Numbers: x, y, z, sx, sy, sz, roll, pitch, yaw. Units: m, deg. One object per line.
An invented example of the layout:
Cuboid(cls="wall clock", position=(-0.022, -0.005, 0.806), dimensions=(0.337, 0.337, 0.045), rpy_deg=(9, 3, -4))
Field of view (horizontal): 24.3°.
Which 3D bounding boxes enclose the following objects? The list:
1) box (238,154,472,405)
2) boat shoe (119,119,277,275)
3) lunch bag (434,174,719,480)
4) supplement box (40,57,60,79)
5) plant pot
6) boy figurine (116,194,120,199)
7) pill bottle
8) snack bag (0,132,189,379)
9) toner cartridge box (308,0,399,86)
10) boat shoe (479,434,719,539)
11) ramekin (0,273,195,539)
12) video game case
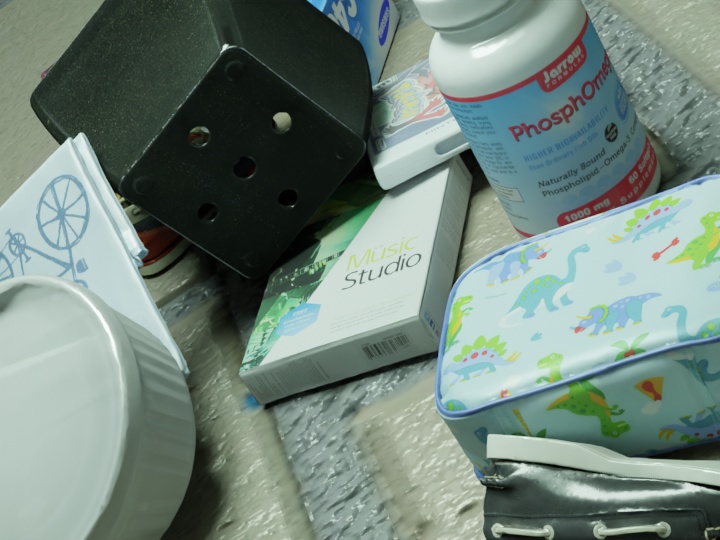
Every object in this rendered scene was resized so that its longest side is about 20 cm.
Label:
Cuboid(cls="box", position=(0.000, 0.000, 1.185), dimensions=(0.143, 0.037, 0.201), rpy_deg=(-19, 31, 24))
Cuboid(cls="boat shoe", position=(-0.141, -0.083, 1.416), dimensions=(0.071, 0.063, 0.200), rpy_deg=(0, 41, 46))
Cuboid(cls="lunch bag", position=(0.146, 0.033, 0.951), dimensions=(0.198, 0.083, 0.162), rpy_deg=(-19, 33, 22))
Cuboid(cls="supplement box", position=(-0.186, -0.200, 1.580), dimensions=(0.200, 0.111, 0.085), rpy_deg=(-45, 32, -20))
Cuboid(cls="plant pot", position=(-0.104, -0.114, 1.241), dimensions=(0.200, 0.199, 0.178), rpy_deg=(-49, 29, 11))
Cuboid(cls="boy figurine", position=(-0.201, -0.118, 1.479), dimensions=(0.200, 0.124, 0.065), rpy_deg=(-41, 55, 11))
Cuboid(cls="pill bottle", position=(0.111, -0.119, 1.086), dimensions=(0.108, 0.201, 0.109), rpy_deg=(-24, 31, 15))
Cuboid(cls="snack bag", position=(-0.212, 0.038, 1.175), dimensions=(0.188, 0.201, 0.021), rpy_deg=(-40, -20, 27))
Cuboid(cls="toner cartridge box", position=(-0.021, -0.199, 1.438), dimensions=(0.043, 0.095, 0.201), rpy_deg=(-15, 35, 25))
Cuboid(cls="boat shoe", position=(0.151, 0.122, 0.836), dimensions=(0.198, 0.074, 0.061), rpy_deg=(5, 86, 25))
Cuboid(cls="ramekin", position=(-0.194, 0.110, 1.077), dimensions=(0.200, 0.094, 0.205), rpy_deg=(-9, 73, 33))
Cuboid(cls="video game case", position=(0.083, -0.140, 1.283), dimensions=(0.181, 0.023, 0.200), rpy_deg=(-26, 21, 4))
